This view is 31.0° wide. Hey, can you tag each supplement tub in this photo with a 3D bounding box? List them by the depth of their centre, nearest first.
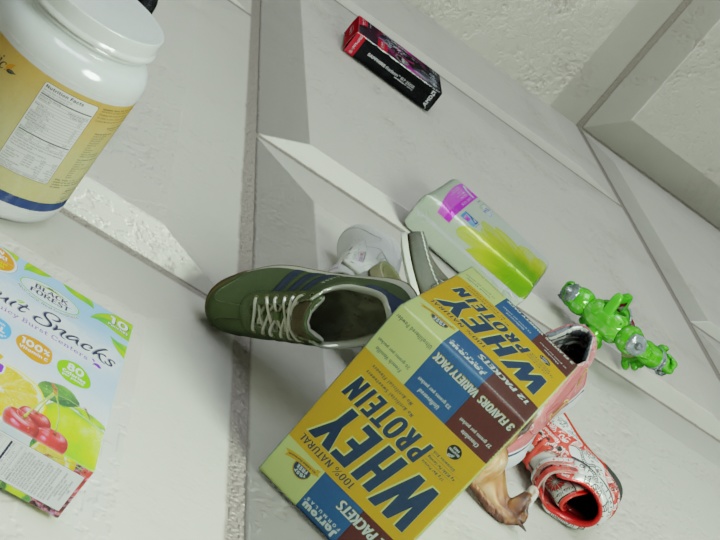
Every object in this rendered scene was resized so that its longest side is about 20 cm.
[{"bbox_3d":[-0.275,-0.157,1.125,0.144,0.200,0.144,34,20,-15],"label":"supplement tub"}]

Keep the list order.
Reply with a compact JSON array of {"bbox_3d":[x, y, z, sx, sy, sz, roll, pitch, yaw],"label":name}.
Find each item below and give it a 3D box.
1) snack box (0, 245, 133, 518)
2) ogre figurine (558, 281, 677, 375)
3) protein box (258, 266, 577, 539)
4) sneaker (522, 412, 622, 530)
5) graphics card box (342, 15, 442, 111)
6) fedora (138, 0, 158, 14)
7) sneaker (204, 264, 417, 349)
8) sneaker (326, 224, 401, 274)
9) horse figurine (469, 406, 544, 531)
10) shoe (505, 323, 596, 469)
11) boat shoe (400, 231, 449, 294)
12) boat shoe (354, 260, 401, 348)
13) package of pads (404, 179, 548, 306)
[{"bbox_3d":[-0.245,0.067,0.920,0.142,0.053,0.200,35,20,-17],"label":"snack box"},{"bbox_3d":[0.364,0.076,1.896,0.200,0.098,0.120,62,16,23],"label":"ogre figurine"},{"bbox_3d":[0.055,0.124,1.113,0.135,0.199,0.200,44,21,9],"label":"protein box"},{"bbox_3d":[0.200,0.196,1.413,0.201,0.067,0.108,46,18,10],"label":"sneaker"},{"bbox_3d":[0.060,-0.388,2.430,0.200,0.051,0.125,36,20,-14],"label":"graphics card box"},{"bbox_3d":[-0.283,-0.223,1.368,0.201,0.200,0.092,-109,176,-55],"label":"fedora"},{"bbox_3d":[-0.050,0.034,1.171,0.200,0.067,0.090,0,9,8],"label":"sneaker"},{"bbox_3d":[0.000,0.000,1.461,0.100,0.075,0.200,29,22,-30],"label":"sneaker"},{"bbox_3d":[0.102,0.156,1.283,0.200,0.133,0.050,28,-9,-17],"label":"horse figurine"},{"bbox_3d":[0.177,0.129,1.372,0.071,0.091,0.200,35,45,26],"label":"shoe"},{"bbox_3d":[0.094,0.048,1.421,0.072,0.060,0.202,0,73,-83],"label":"boat shoe"},{"bbox_3d":[0.041,0.093,1.348,0.200,0.068,0.075,65,19,7],"label":"boat shoe"},{"bbox_3d":[0.170,-0.038,1.855,0.200,0.068,0.155,42,21,5],"label":"package of pads"}]
